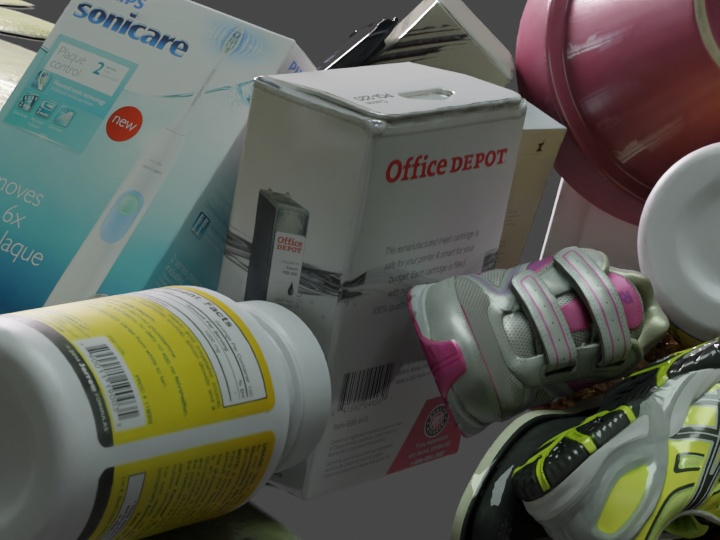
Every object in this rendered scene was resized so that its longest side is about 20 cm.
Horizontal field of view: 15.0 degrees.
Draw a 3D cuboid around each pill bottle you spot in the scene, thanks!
[{"bbox_3d":[0.213,-0.004,1.532,0.111,0.112,0.200,15,-5,10],"label":"pill bottle"},{"bbox_3d":[-0.106,0.067,1.266,0.112,0.113,0.200,24,19,33],"label":"pill bottle"}]

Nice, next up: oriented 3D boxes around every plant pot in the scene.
[{"bbox_3d":[0.214,-0.135,1.614,0.199,0.201,0.179,7,-12,-17],"label":"plant pot"}]

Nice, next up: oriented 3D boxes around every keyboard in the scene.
[{"bbox_3d":[-0.032,-0.103,1.617,0.021,0.127,0.200,51,-2,-5],"label":"keyboard"}]

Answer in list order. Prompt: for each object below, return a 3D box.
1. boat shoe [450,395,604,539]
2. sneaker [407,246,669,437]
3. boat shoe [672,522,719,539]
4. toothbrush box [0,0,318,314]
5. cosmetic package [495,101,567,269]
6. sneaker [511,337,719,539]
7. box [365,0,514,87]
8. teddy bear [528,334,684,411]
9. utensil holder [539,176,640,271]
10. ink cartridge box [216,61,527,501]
[{"bbox_3d":[0.108,0.109,1.351,0.063,0.074,0.201,21,19,26],"label":"boat shoe"},{"bbox_3d":[0.092,0.026,1.373,0.088,0.082,0.200,-24,-4,26],"label":"sneaker"},{"bbox_3d":[0.185,0.130,1.347,0.072,0.068,0.200,16,18,6],"label":"boat shoe"},{"bbox_3d":[-0.122,-0.041,1.440,0.146,0.200,0.085,24,-15,33],"label":"toothbrush box"},{"bbox_3d":[0.014,-0.023,1.570,0.199,0.151,0.052,-4,33,-44],"label":"cosmetic package"},{"bbox_3d":[0.152,0.086,1.320,0.200,0.077,0.075,-32,3,-38],"label":"sneaker"},{"bbox_3d":[0.000,-0.079,1.662,0.068,0.200,0.082,45,11,-8],"label":"box"},{"bbox_3d":[0.140,0.060,1.575,0.144,0.067,0.200,24,12,-1],"label":"teddy bear"},{"bbox_3d":[0.231,-0.050,1.795,0.199,0.171,0.170,15,17,3],"label":"utensil holder"},{"bbox_3d":[0.000,0.000,1.406,0.085,0.201,0.145,22,19,31],"label":"ink cartridge box"}]
